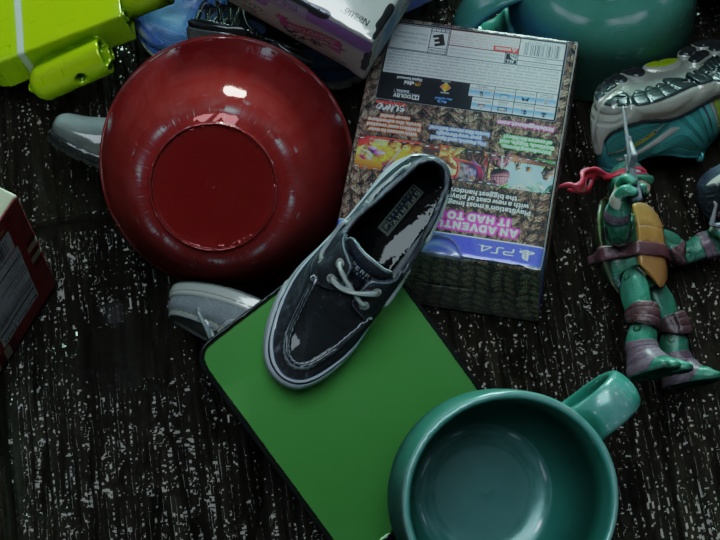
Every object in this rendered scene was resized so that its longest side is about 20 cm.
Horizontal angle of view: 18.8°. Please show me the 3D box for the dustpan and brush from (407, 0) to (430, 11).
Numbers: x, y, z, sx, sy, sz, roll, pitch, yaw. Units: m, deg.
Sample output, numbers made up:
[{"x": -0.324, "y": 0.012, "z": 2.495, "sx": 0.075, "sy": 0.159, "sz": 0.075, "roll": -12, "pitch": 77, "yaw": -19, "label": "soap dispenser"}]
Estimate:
[{"x": 0.074, "y": -0.277, "z": 1.762, "sx": 0.199, "sy": 0.057, "sz": 0.140, "roll": -2, "pitch": 62, "yaw": 26, "label": "dustpan and brush"}]

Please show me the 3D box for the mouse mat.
[{"x": -0.003, "y": 0.093, "z": 1.604, "sx": 0.161, "sy": 0.008, "sz": 0.200, "roll": -36, "pitch": 92, "yaw": -6, "label": "mouse mat"}]

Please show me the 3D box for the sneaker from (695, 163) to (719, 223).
[{"x": 0.353, "y": -0.087, "z": 1.699, "sx": 0.199, "sy": 0.078, "sz": 0.087, "roll": -13, "pitch": 47, "yaw": -6, "label": "sneaker"}]

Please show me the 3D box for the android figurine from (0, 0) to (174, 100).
[{"x": -0.249, "y": -0.218, "z": 1.779, "sx": 0.199, "sy": 0.041, "sz": 0.183, "roll": -22, "pitch": 51, "yaw": 10, "label": "android figurine"}]

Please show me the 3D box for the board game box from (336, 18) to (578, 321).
[{"x": 0.077, "y": -0.079, "z": 1.686, "sx": 0.158, "sy": 0.097, "sz": 0.201, "roll": 9, "pitch": 66, "yaw": 8, "label": "board game box"}]

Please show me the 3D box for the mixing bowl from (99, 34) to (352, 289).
[{"x": -0.106, "y": -0.071, "z": 1.635, "sx": 0.199, "sy": 0.108, "sz": 0.201, "roll": 0, "pitch": 103, "yaw": 2, "label": "mixing bowl"}]

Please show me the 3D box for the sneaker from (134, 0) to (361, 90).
[{"x": -0.089, "y": -0.204, "z": 1.759, "sx": 0.199, "sy": 0.089, "sz": 0.079, "roll": 6, "pitch": 65, "yaw": 9, "label": "sneaker"}]

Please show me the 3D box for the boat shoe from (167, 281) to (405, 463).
[{"x": -0.063, "y": 0.072, "z": 1.640, "sx": 0.201, "sy": 0.074, "sz": 0.065, "roll": 29, "pitch": 74, "yaw": 5, "label": "boat shoe"}]

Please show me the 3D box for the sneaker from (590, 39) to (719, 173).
[{"x": 0.264, "y": -0.129, "z": 1.715, "sx": 0.199, "sy": 0.080, "sz": 0.078, "roll": -16, "pitch": 35, "yaw": -22, "label": "sneaker"}]

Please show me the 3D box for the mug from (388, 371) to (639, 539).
[{"x": 0.111, "y": 0.159, "z": 1.547, "sx": 0.184, "sy": 0.114, "sz": 0.153, "roll": -8, "pitch": 87, "yaw": -9, "label": "mug"}]

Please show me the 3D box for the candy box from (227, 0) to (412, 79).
[{"x": -0.018, "y": -0.277, "z": 1.675, "sx": 0.167, "sy": 0.072, "sz": 0.201, "roll": 29, "pitch": 71, "yaw": 4, "label": "candy box"}]

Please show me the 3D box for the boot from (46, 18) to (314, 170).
[{"x": -0.141, "y": -0.138, "z": 1.710, "sx": 0.199, "sy": 0.070, "sz": 0.132, "roll": 10, "pitch": 105, "yaw": -2, "label": "boot"}]

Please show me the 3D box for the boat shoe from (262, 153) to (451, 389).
[{"x": 0.000, "y": 0.000, "z": 1.568, "sx": 0.072, "sy": 0.068, "sz": 0.200, "roll": 40, "pitch": 85, "yaw": -4, "label": "boat shoe"}]

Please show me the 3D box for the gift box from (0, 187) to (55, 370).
[{"x": -0.357, "y": -0.010, "z": 1.630, "sx": 0.186, "sy": 0.200, "sz": 0.185, "roll": 24, "pitch": 64, "yaw": 15, "label": "gift box"}]

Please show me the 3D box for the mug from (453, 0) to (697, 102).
[{"x": 0.183, "y": -0.218, "z": 1.734, "sx": 0.185, "sy": 0.115, "sz": 0.152, "roll": -43, "pitch": 70, "yaw": -16, "label": "mug"}]

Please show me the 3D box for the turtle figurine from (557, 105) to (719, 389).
[{"x": 0.222, "y": -0.015, "z": 1.632, "sx": 0.149, "sy": 0.100, "sz": 0.201, "roll": 5, "pitch": 73, "yaw": -40, "label": "turtle figurine"}]
